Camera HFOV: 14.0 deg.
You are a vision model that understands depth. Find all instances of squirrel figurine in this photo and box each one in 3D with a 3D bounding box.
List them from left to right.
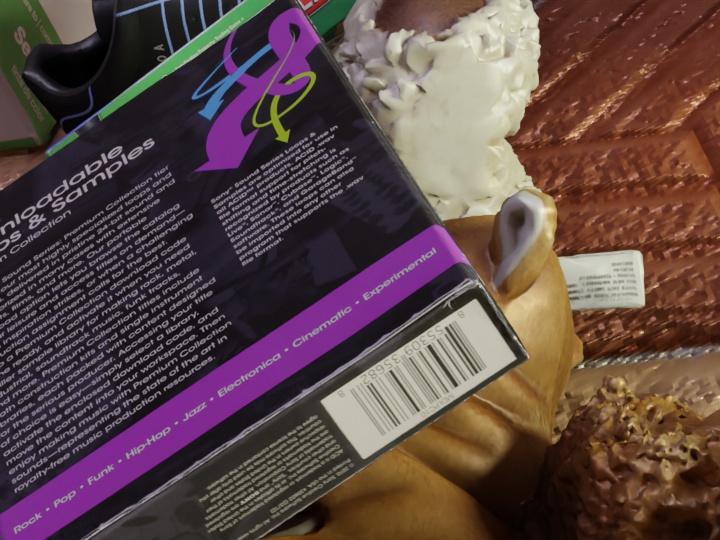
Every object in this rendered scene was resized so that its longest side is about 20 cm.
[{"bbox_3d":[0.037,0.075,0.851,0.200,0.142,0.187,13,58,23],"label":"squirrel figurine"}]

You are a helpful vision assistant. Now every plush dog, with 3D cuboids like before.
[{"bbox_3d":[0.000,0.000,1.007,0.200,0.160,0.172,-42,14,0],"label":"plush dog"}]

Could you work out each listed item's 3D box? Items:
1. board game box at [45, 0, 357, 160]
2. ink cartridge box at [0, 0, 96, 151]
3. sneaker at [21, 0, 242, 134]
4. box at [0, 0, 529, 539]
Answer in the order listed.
[{"bbox_3d":[-0.057,-0.040,1.062,0.135,0.029,0.200,-38,-9,-17],"label":"board game box"},{"bbox_3d":[-0.183,-0.143,1.359,0.145,0.084,0.200,-6,39,30],"label":"ink cartridge box"},{"bbox_3d":[-0.052,-0.110,1.160,0.200,0.078,0.070,-41,23,29],"label":"sneaker"},{"bbox_3d":[-0.047,0.007,0.832,0.143,0.036,0.200,-34,33,3],"label":"box"}]
